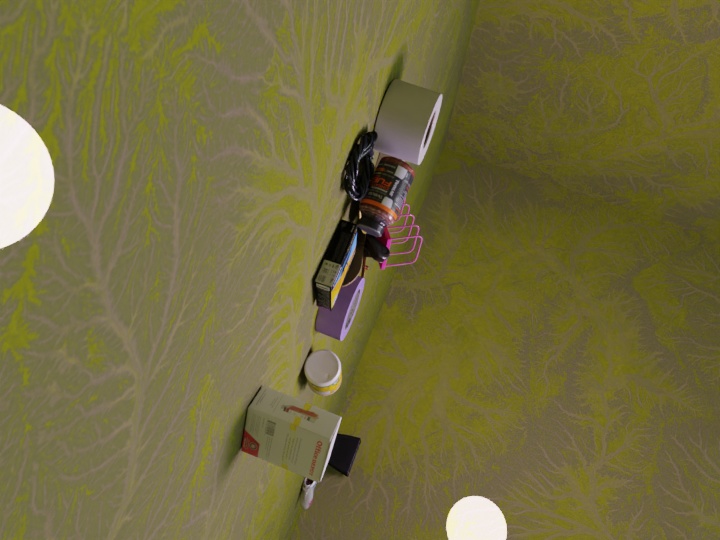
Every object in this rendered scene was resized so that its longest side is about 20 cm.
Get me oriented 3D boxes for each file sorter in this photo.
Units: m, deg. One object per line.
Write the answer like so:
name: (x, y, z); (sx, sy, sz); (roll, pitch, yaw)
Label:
file sorter: (0.105, -0.130, 1.930); (0.140, 0.124, 0.201); (101, -23, -49)

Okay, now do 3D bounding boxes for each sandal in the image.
sandal: (-0.029, -0.024, 1.769); (0.070, 0.077, 0.213); (96, 10, -58)

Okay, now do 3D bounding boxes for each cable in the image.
cable: (0.007, -0.261, 1.519); (0.200, 0.050, 0.165); (-53, 161, -64)

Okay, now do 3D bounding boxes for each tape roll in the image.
tape roll: (0.130, -0.410, 1.685); (0.203, 0.138, 0.205); (20, 90, -83)
tape roll: (-0.060, 0.103, 1.829); (0.200, 0.084, 0.202); (21, 90, -83)

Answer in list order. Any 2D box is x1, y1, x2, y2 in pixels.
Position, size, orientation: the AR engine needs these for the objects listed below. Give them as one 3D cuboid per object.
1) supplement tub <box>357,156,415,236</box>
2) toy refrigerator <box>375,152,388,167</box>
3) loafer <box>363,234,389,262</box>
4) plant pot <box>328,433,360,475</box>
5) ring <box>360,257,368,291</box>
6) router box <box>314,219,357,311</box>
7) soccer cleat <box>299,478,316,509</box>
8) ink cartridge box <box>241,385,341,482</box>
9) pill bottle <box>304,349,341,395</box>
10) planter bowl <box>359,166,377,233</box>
supplement tub: (0.064, -0.195, 1.627); (0.107, 0.106, 0.202); (73, 40, -77)
toy refrigerator: (0.108, -0.374, 1.859); (0.070, 0.075, 0.202); (-35, 143, -77)
loafer: (0.027, -0.064, 1.831); (0.072, 0.073, 0.200); (-58, -153, 11)
plant pot: (-0.113, 0.988, 3.318); (0.200, 0.176, 0.202); (90, 22, -69)
ring: (0.000, 0.000, 1.984); (0.200, 0.019, 0.203); (-171, -90, -81)
router box: (-0.064, -0.012, 1.626); (0.150, 0.051, 0.201); (95, 15, -62)
soccer cleat: (-0.256, 1.045, 2.908); (0.086, 0.069, 0.202); (15, 93, -66)
ink cartridge box: (-0.157, 0.370, 1.377); (0.084, 0.198, 0.146); (-57, 166, -58)
pill bottle: (-0.114, 0.326, 1.900); (0.200, 0.112, 0.114); (92, 20, -66)
planter bowl: (0.060, -0.203, 1.751); (0.200, 0.083, 0.203); (7, 90, -77)
